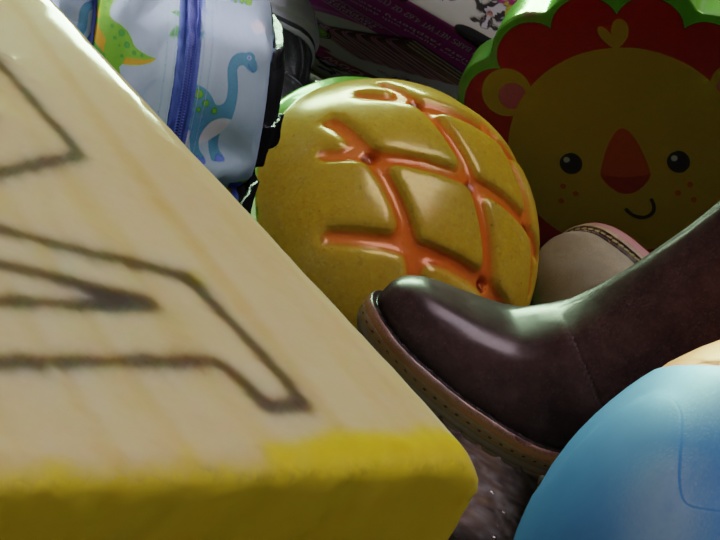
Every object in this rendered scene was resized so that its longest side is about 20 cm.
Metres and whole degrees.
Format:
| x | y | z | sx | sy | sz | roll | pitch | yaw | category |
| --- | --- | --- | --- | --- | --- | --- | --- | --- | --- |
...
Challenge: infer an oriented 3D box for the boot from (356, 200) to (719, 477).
| x | y | z | sx | sy | sz | roll | pitch | yaw | category |
| --- | --- | --- | --- | --- | --- | --- | --- | --- | --- |
| 0.117 | 0.001 | 0.785 | 0.200 | 0.166 | 0.072 | 25 | 19 | -8 | boot |

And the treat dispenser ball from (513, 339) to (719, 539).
| x | y | z | sx | sy | sz | roll | pitch | yaw | category |
| --- | --- | --- | --- | --- | --- | --- | --- | --- | --- |
| 0.140 | 0.116 | 0.686 | 0.201 | 0.201 | 0.201 | 27 | 23 | -12 | treat dispenser ball |

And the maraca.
| x | y | z | sx | sy | sz | roll | pitch | yaw | category |
| --- | --- | --- | --- | --- | --- | --- | --- | --- | --- |
| 0.000 | 0.000 | 0.874 | 0.137 | 0.107 | 0.200 | 46 | 43 | -6 | maraca |

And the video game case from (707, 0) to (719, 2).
| x | y | z | sx | sy | sz | roll | pitch | yaw | category |
| --- | --- | --- | --- | --- | --- | --- | --- | --- | --- |
| 0.138 | -0.036 | 1.000 | 0.143 | 0.200 | 0.017 | 31 | 40 | -3 | video game case |

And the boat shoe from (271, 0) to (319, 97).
| x | y | z | sx | sy | sz | roll | pitch | yaw | category |
| --- | --- | --- | --- | --- | --- | --- | --- | --- | --- |
| -0.111 | -0.108 | 0.988 | 0.200 | 0.072 | 0.071 | 12 | 54 | -16 | boat shoe |

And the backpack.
| x | y | z | sx | sy | sz | roll | pitch | yaw | category |
| --- | --- | --- | --- | --- | --- | --- | --- | --- | --- |
| -0.095 | -0.068 | 0.783 | 0.154 | 0.163 | 0.200 | 8 | 24 | -37 | backpack |

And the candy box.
| x | y | z | sx | sy | sz | roll | pitch | yaw | category |
| --- | --- | --- | --- | --- | --- | --- | --- | --- | --- |
| 0.026 | -0.123 | 1.092 | 0.136 | 0.061 | 0.200 | 29 | -9 | -7 | candy box |

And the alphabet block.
| x | y | z | sx | sy | sz | roll | pitch | yaw | category |
| --- | --- | --- | --- | --- | --- | --- | --- | --- | --- |
| -0.133 | 0.049 | 0.486 | 0.196 | 0.195 | 0.200 | 1 | 36 | -48 | alphabet block |

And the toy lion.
| x | y | z | sx | sy | sz | roll | pitch | yaw | category |
| --- | --- | --- | --- | --- | --- | --- | --- | --- | --- |
| 0.139 | -0.032 | 0.955 | 0.200 | 0.192 | 0.069 | 6 | 26 | 12 | toy lion |

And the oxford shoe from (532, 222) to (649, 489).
| x | y | z | sx | sy | sz | roll | pitch | yaw | category |
| --- | --- | --- | --- | --- | --- | --- | --- | --- | --- |
| 0.100 | 0.062 | 0.873 | 0.074 | 0.071 | 0.200 | 8 | 47 | -35 | oxford shoe |
